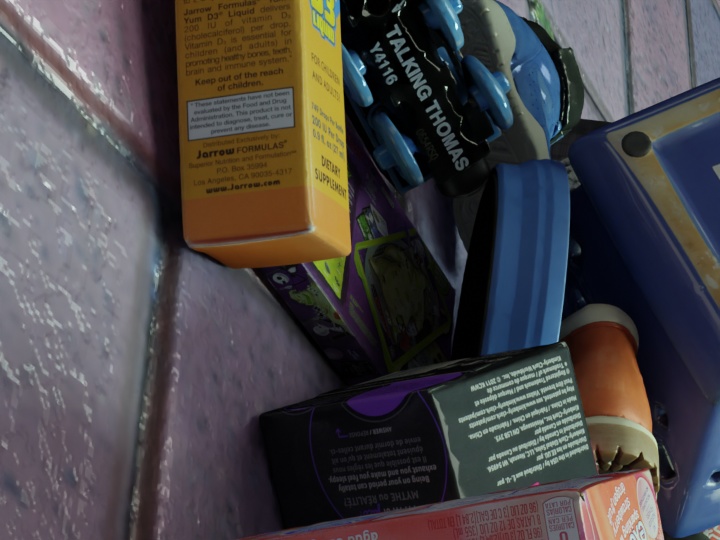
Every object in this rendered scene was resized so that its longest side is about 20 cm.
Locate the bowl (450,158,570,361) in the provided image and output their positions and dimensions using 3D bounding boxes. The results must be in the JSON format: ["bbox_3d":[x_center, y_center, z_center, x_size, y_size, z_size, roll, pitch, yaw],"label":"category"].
[{"bbox_3d":[0.077,0.036,0.940,0.201,0.039,0.202,-171,-90,-89],"label":"bowl"}]

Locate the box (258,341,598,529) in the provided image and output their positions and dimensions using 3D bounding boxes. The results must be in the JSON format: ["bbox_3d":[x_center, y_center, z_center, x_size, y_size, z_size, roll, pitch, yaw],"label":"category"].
[{"bbox_3d":[0.047,0.147,0.807,0.106,0.122,0.201,-13,90,-45],"label":"box"}]

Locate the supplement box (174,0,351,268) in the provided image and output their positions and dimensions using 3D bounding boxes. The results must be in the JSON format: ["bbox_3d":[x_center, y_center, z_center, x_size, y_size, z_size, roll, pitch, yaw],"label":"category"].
[{"bbox_3d":[-0.047,-0.106,0.802,0.067,0.068,0.201,29,54,-71],"label":"supplement box"}]

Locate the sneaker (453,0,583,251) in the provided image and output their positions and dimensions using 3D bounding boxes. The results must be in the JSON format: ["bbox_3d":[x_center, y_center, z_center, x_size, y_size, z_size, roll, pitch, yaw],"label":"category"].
[{"bbox_3d":[0.110,-0.082,1.131,0.111,0.077,0.201,6,65,-52],"label":"sneaker"}]

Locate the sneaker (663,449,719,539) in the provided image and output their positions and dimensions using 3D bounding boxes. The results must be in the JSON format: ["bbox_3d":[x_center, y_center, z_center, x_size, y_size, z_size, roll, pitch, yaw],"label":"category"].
[{"bbox_3d":[0.168,0.086,1.050,0.201,0.108,0.067,39,1,15],"label":"sneaker"}]

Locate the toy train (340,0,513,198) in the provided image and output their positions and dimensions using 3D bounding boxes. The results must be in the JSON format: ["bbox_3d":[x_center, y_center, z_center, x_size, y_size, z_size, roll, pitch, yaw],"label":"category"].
[{"bbox_3d":[0.009,-0.131,0.924,0.200,0.086,0.114,60,-4,-21],"label":"toy train"}]

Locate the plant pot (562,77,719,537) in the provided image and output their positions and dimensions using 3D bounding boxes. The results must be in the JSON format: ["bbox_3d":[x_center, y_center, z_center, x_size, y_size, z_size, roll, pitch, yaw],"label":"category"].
[{"bbox_3d":[0.222,0.000,0.945,0.180,0.199,0.201,85,-19,-61],"label":"plant pot"}]

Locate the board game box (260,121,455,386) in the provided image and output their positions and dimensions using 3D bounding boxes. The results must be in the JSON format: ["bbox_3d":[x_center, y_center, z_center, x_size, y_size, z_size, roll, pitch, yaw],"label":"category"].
[{"bbox_3d":[0.000,0.000,0.927,0.200,0.032,0.120,55,36,-42],"label":"board game box"}]

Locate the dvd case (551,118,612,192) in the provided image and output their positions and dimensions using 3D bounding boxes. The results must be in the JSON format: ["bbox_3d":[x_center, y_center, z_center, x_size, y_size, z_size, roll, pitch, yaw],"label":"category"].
[{"bbox_3d":[0.192,-0.057,1.193,0.149,0.199,0.016,-72,167,-51],"label":"dvd case"}]

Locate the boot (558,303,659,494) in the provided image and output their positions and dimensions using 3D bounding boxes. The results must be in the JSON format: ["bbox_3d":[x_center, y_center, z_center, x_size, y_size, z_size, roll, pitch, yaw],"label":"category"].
[{"bbox_3d":[0.120,0.104,0.928,0.200,0.075,0.108,99,-7,-53],"label":"boot"}]

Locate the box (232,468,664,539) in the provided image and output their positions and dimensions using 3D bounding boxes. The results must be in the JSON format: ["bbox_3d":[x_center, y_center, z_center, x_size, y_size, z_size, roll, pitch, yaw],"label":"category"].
[{"bbox_3d":[0.018,0.143,0.676,0.103,0.199,0.095,6,72,-66],"label":"box"}]
